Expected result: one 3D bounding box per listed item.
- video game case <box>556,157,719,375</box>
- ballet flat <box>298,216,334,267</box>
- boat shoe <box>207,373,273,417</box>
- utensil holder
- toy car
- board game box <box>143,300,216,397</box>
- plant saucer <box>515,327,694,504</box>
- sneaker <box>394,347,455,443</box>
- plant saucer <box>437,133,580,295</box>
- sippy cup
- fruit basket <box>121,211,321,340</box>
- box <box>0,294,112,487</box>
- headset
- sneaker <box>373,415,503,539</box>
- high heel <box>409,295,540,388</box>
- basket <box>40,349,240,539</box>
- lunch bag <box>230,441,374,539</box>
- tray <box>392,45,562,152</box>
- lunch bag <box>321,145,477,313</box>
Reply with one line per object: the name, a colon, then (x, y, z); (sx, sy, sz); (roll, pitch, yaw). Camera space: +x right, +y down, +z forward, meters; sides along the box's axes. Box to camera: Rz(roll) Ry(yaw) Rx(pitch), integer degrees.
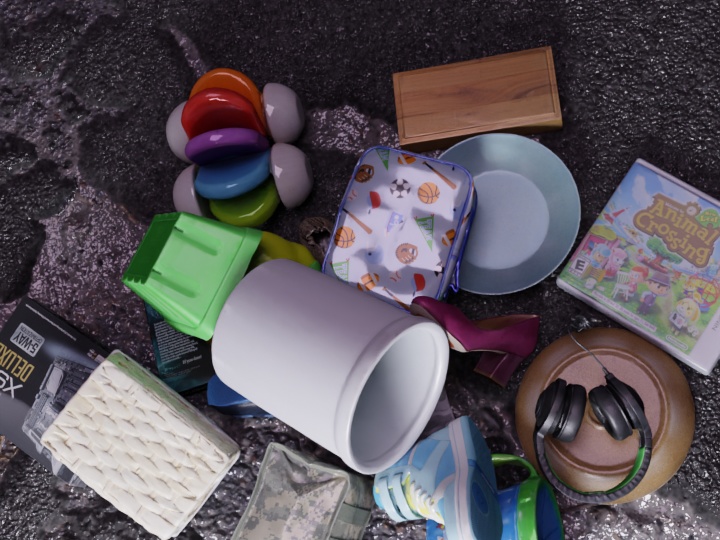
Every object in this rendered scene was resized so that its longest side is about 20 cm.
video game case: (0.357, -0.008, 1.263); (0.200, 0.022, 0.182); (32, 82, 19)
ballet flat: (0.000, 0.000, 1.331); (0.200, 0.046, 0.067); (41, 87, 19)
boat shoe: (-0.081, 0.133, 1.305); (0.199, 0.069, 0.085); (-4, 61, 17)
utensil holder: (-0.034, 0.094, 1.170); (0.200, 0.170, 0.170); (26, 81, 33)
toy car: (-0.159, -0.154, 1.355); (0.174, 0.150, 0.201); (-11, 73, 9)
board game box: (-0.161, 0.067, 1.358); (0.199, 0.028, 0.136); (-18, 71, 8)
plant saucer: (0.272, 0.158, 1.232); (0.199, 0.035, 0.201); (-4, 73, 12)
sneaker: (0.067, 0.162, 1.265); (0.074, 0.082, 0.201); (-1, 91, -12)
plant saucer: (0.162, -0.064, 1.317); (0.200, 0.039, 0.202); (-4, 73, 12)
sippy cup: (0.143, 0.297, 1.179); (0.130, 0.178, 0.140); (-12, 113, 20)
fruit basket: (-0.154, 0.010, 1.280); (0.215, 0.216, 0.156); (24, 81, 18)
box: (-0.382, 0.149, 1.374); (0.200, 0.050, 0.158); (32, 84, 18)
headset: (0.246, 0.148, 1.192); (0.123, 0.094, 0.201); (-3, 86, 0)
sneaker: (0.073, 0.242, 1.136); (0.130, 0.200, 0.080); (-26, 109, 14)
high heel: (0.128, 0.050, 1.218); (0.067, 0.200, 0.096); (23, 78, 42)
basket: (-0.253, 0.201, 1.261); (0.200, 0.123, 0.136); (38, 84, 0)
lunch bag: (-0.069, 0.304, 1.200); (0.117, 0.164, 0.201); (20, 80, 19)
tray: (0.144, -0.211, 1.364); (0.199, 0.037, 0.099); (-8, 73, 10)
lunch bag: (0.050, -0.036, 1.276); (0.160, 0.076, 0.201); (16, 80, 10)
